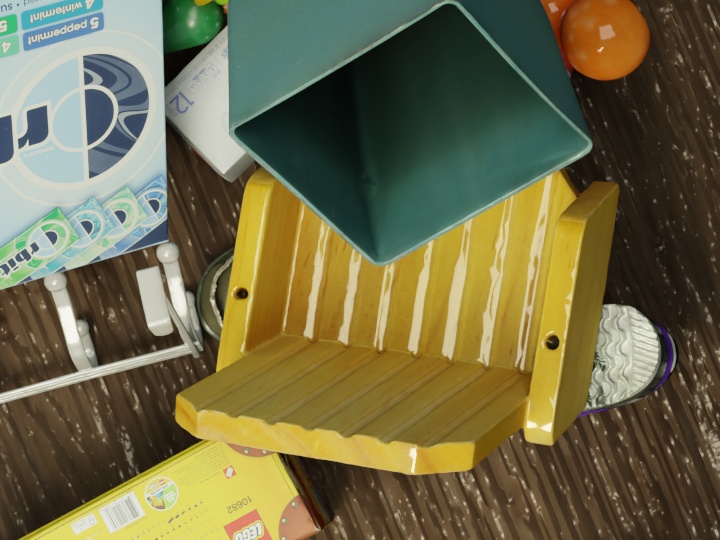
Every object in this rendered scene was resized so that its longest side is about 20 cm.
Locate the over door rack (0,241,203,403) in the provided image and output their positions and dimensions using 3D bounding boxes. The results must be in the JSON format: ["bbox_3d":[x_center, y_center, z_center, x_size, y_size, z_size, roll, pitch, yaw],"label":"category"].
[{"bbox_3d":[-0.171,0.029,1.636,0.147,0.200,0.067,-16,83,1],"label":"over door rack"}]

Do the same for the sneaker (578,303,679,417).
[{"bbox_3d":[0.094,0.062,1.683,0.200,0.099,0.070,-6,86,24],"label":"sneaker"}]

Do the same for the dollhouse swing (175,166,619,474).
[{"bbox_3d":[0.012,0.011,1.565,0.199,0.176,0.182,9,89,21],"label":"dollhouse swing"}]

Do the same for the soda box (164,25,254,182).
[{"bbox_3d":[-0.030,-0.144,1.707,0.200,0.068,0.063,-45,86,-1],"label":"soda box"}]

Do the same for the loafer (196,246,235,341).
[{"bbox_3d":[0.000,0.000,1.696,0.199,0.070,0.075,-12,86,1],"label":"loafer"}]

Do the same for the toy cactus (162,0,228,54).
[{"bbox_3d":[-0.133,-0.152,1.668,0.200,0.102,0.165,9,74,27],"label":"toy cactus"}]

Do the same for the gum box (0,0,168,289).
[{"bbox_3d":[-0.191,-0.084,1.572,0.170,0.200,0.045,-17,41,-23],"label":"gum box"}]

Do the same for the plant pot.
[{"bbox_3d":[0.015,-0.139,1.551,0.141,0.141,0.200,-30,44,20],"label":"plant pot"}]

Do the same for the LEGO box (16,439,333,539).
[{"bbox_3d":[-0.123,0.160,1.652,0.200,0.149,0.077,-28,86,1],"label":"LEGO box"}]

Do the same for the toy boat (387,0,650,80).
[{"bbox_3d":[0.114,-0.150,1.655,0.131,0.130,0.200,29,89,40],"label":"toy boat"}]
